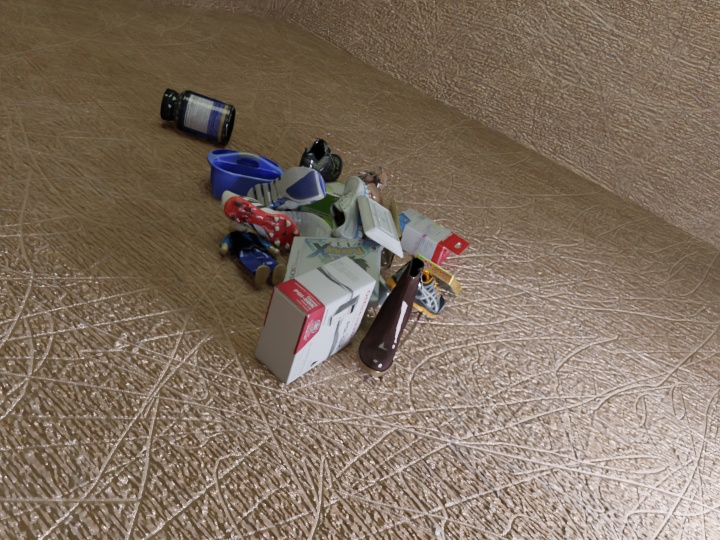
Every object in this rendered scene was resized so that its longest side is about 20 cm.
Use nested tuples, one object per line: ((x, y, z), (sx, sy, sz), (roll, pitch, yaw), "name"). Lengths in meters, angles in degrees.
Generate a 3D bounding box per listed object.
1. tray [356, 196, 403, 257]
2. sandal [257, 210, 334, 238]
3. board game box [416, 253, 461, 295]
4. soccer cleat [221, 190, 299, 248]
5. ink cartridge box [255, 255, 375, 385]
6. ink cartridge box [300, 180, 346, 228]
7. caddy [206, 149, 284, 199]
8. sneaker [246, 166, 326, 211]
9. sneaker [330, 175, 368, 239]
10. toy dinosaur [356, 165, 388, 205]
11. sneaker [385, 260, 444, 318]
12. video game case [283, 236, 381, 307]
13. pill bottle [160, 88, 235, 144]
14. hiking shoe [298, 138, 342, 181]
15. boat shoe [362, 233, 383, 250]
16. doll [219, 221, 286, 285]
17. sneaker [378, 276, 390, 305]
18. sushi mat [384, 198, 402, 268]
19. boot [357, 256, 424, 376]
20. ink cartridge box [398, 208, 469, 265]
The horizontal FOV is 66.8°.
((0.046, -0.109, 1.235), (0.105, 0.022, 0.202), (30, 23, -21), "tray")
((-0.152, -0.096, 1.265), (0.196, 0.086, 0.049), (15, -14, -24), "sandal")
((0.183, 0.013, 1.264), (0.094, 0.031, 0.199), (33, 3, 18), "board game box")
((-0.213, -0.113, 1.176), (0.196, 0.070, 0.085), (24, 16, -39), "soccer cleat")
((-0.073, 0.080, 0.939), (0.082, 0.151, 0.198), (34, 32, 22), "ink cartridge box")
((-0.109, -0.171, 1.394), (0.143, 0.078, 0.202), (17, 28, -7), "ink cartridge box")
((-0.287, -0.242, 1.358), (0.193, 0.108, 0.143), (7, 33, -25), "caddy")
((-0.159, -0.177, 1.272), (0.193, 0.084, 0.114), (-12, -7, 24), "sneaker")
((-0.033, -0.155, 1.314), (0.086, 0.074, 0.206), (32, 49, -38), "sneaker")
((0.023, -0.203, 1.425), (0.082, 0.142, 0.200), (3, 10, 8), "toy dinosaur")
((0.135, 0.041, 1.172), (0.198, 0.078, 0.079), (25, 20, -52), "sneaker")
((-0.056, -0.002, 1.120), (0.191, 0.023, 0.186), (3, 43, 2), "video game case")
((-0.465, -0.447, 1.568), (0.193, 0.115, 0.113), (16, 29, -9), "pill bottle")
((-0.093, -0.287, 1.413), (0.074, 0.103, 0.200), (27, 30, 13), "hiking shoe")
((0.032, -0.084, 1.364), (0.068, 0.072, 0.200), (-1, 11, 1), "boat shoe")
((-0.224, -0.041, 1.136), (0.133, 0.050, 0.200), (-1, 32, -40), "doll")
((0.000, 0.000, 1.198), (0.198, 0.072, 0.079), (38, 31, 27), "sneaker")
((0.076, -0.096, 1.374), (0.012, 0.098, 0.203), (13, 31, -11), "sushi mat")
((0.059, 0.079, 1.006), (0.070, 0.171, 0.201), (23, 29, 6), "boot")
((0.179, -0.078, 1.443), (0.196, 0.069, 0.116), (32, 32, 17), "ink cartridge box")
